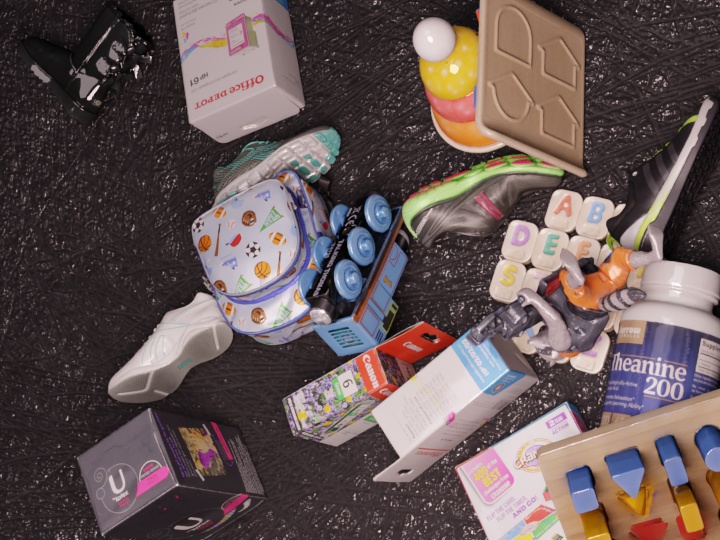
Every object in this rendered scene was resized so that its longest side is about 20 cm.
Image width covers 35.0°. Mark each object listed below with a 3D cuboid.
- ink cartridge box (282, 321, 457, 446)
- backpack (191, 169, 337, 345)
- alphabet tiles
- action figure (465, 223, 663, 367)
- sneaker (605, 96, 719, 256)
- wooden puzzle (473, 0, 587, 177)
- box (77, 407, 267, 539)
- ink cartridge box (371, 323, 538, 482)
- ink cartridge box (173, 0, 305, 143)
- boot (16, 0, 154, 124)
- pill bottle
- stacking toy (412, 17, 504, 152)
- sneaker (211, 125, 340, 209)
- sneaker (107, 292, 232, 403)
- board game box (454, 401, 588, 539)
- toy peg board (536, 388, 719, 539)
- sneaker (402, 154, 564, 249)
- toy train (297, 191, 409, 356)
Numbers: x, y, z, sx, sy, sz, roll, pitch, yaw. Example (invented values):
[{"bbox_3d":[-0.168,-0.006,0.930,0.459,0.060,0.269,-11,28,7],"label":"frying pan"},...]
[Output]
[{"bbox_3d":[0.019,0.136,1.337,0.199,0.109,0.051,-30,64,18],"label":"ink cartridge box"},{"bbox_3d":[-0.110,-0.010,1.432,0.198,0.154,0.192,-29,74,16],"label":"backpack"},{"bbox_3d":[0.247,0.010,1.305,0.198,0.015,0.198,16,84,31],"label":"alphabet tiles"},{"bbox_3d":[0.215,0.045,1.189,0.199,0.194,0.105,-28,68,-25],"label":"action figure"},{"bbox_3d":[0.330,-0.109,1.254,0.082,0.072,0.202,25,83,34],"label":"sneaker"},{"bbox_3d":[0.189,-0.218,1.309,0.046,0.184,0.203,-17,66,45],"label":"wooden puzzle"},{"bbox_3d":[-0.224,0.253,1.382,0.122,0.200,0.107,-35,62,16],"label":"box"},{"bbox_3d":[0.092,0.153,1.286,0.200,0.115,0.068,-41,66,14],"label":"ink cartridge box"},{"bbox_3d":[-0.169,-0.298,1.574,0.143,0.084,0.203,-20,69,22],"label":"ink cartridge box"},{"bbox_3d":[-0.414,-0.336,1.724,0.198,0.073,0.163,45,101,23],"label":"boot"},{"bbox_3d":[0.317,0.098,1.185,0.110,0.111,0.203,8,80,30],"label":"pill bottle"},{"bbox_3d":[0.116,-0.234,1.334,0.144,0.200,0.148,-8,73,26],"label":"stacking toy"},{"bbox_3d":[-0.120,-0.146,1.515,0.198,0.078,0.092,-29,49,10],"label":"sneaker"},{"bbox_3d":[-0.256,0.107,1.527,0.199,0.070,0.081,-34,48,13],"label":"sneaker"},{"bbox_3d":[0.211,0.269,1.236,0.152,0.040,0.202,-32,63,17],"label":"board game box"},{"bbox_3d":[0.295,0.247,1.087,0.198,0.098,0.201,-20,105,10],"label":"toy peg board"},{"bbox_3d":[0.150,-0.082,1.360,0.198,0.077,0.085,-19,103,16],"label":"sneaker"},{"bbox_3d":[0.000,0.000,1.357,0.086,0.115,0.201,-13,40,39],"label":"toy train"}]
